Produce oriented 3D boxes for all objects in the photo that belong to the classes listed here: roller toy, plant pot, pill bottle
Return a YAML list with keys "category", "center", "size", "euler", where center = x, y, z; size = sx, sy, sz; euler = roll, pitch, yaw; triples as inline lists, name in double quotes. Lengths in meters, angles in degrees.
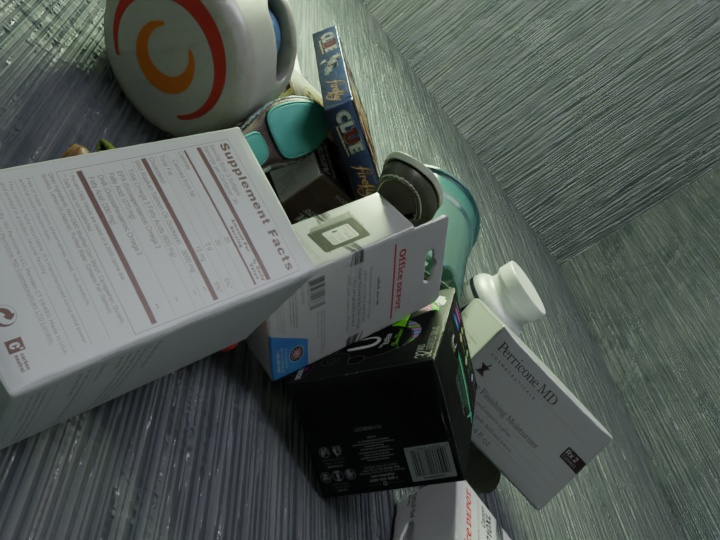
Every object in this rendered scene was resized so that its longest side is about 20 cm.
- category: "roller toy"
  center: [-0.167, -0.246, 0.741]
  size: [0.183, 0.199, 0.140]
  euler: [47, 37, -5]
- category: "plant pot"
  center: [0.080, -0.022, 1.020]
  size: [0.201, 0.198, 0.198]
  euler: [48, 29, -22]
- category: "pill bottle"
  center: [0.177, 0.078, 1.059]
  size: [0.116, 0.198, 0.117]
  euler: [46, 23, -26]

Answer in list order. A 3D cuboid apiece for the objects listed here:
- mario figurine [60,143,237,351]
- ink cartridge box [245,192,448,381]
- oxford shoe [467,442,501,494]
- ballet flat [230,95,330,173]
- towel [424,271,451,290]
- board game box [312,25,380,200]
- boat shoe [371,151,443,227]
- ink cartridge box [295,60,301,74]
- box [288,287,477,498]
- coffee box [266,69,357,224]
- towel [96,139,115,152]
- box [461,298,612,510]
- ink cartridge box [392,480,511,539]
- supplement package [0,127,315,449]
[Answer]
- category: "mario figurine"
  center: [-0.181, 0.002, 0.559]
  size: [0.199, 0.106, 0.124]
  euler: [41, 67, -16]
- category: "ink cartridge box"
  center: [-0.016, 0.007, 0.654]
  size: [0.067, 0.197, 0.117]
  euler: [44, -34, 38]
- category: "oxford shoe"
  center: [0.099, 0.223, 0.884]
  size: [0.199, 0.076, 0.057]
  euler: [40, -18, -21]
- category: "ballet flat"
  center: [-0.112, -0.134, 0.727]
  size: [0.075, 0.074, 0.199]
  euler: [55, 44, -2]
- category: "towel"
  center: [0.000, 0.000, 0.824]
  size: [0.152, 0.197, 0.024]
  euler: [30, 74, -51]
- category: "board game box"
  center: [-0.015, -0.190, 0.831]
  size: [0.202, 0.034, 0.137]
  euler: [-100, 170, -48]
- category: "boat shoe"
  center: [0.040, -0.059, 0.729]
  size: [0.071, 0.061, 0.202]
  euler: [33, -14, 8]
- category: "ink cartridge box"
  center: [-0.161, -0.292, 0.908]
  size: [0.198, 0.037, 0.096]
  euler: [21, 44, -42]
- category: "box"
  center: [0.035, 0.117, 0.708]
  size: [0.200, 0.145, 0.127]
  euler: [-54, 130, -69]
- category: "coffee box"
  center: [-0.070, -0.146, 0.863]
  size: [0.113, 0.079, 0.203]
  euler: [34, 31, -50]
- category: "towel"
  center: [-0.147, -0.054, 0.656]
  size: [0.143, 0.023, 0.199]
  euler: [29, -4, 42]
- category: "box"
  center: [0.191, 0.164, 0.904]
  size: [0.199, 0.131, 0.200]
  euler: [45, 5, -4]
- category: "ink cartridge box"
  center: [0.121, 0.338, 0.710]
  size: [0.201, 0.084, 0.145]
  euler: [53, 20, -13]
- category: "supplement package"
  center: [-0.149, 0.005, 0.425]
  size: [0.198, 0.117, 0.119]
  euler: [-22, 78, -43]
